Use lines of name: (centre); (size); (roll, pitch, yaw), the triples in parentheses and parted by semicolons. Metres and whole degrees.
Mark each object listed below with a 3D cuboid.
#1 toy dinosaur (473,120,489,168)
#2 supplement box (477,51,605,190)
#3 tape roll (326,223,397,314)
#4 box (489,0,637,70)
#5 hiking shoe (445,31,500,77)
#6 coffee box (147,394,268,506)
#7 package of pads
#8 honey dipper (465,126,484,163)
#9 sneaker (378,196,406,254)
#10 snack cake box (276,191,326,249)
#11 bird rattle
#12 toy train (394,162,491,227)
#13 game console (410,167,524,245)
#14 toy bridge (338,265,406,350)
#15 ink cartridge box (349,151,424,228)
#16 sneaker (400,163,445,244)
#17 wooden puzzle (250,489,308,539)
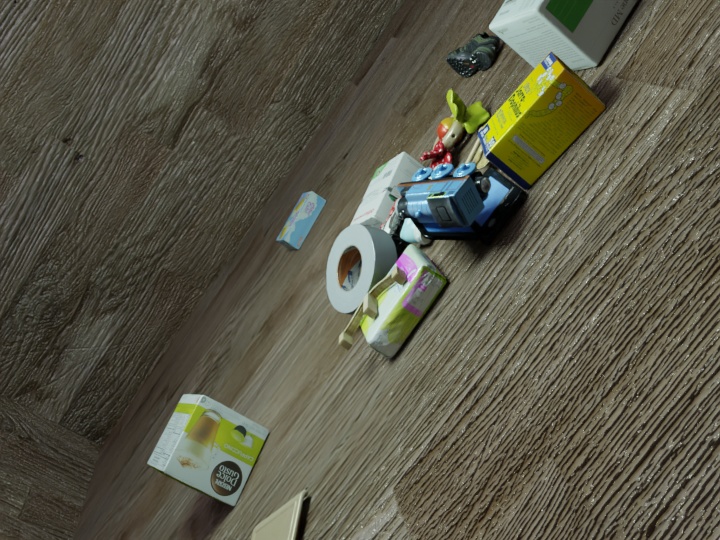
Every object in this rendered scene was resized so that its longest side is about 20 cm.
toy dinosaur: (0.262, -0.252, 1.509); (0.102, 0.058, 0.199); (-63, 19, -12)
supplement box: (0.320, -0.269, 1.309); (0.200, 0.109, 0.109); (-48, 21, 24)
tape roll: (0.000, 0.000, 1.634); (0.199, 0.065, 0.204); (-20, 65, 52)
box: (0.399, -0.515, 1.409); (0.201, 0.170, 0.200); (-57, 19, -1)
hiking shoe: (0.305, -0.575, 1.919); (0.101, 0.076, 0.199); (-51, 27, -9)
coffee box: (-0.378, 0.440, 1.795); (0.199, 0.198, 0.200); (-17, 44, 61)
package of pads: (0.080, 0.061, 1.454); (0.201, 0.068, 0.155); (-55, 17, 9)
honey dipper: (0.214, -0.207, 1.510); (0.038, 0.037, 0.202); (-93, 24, -61)
sneaker: (0.084, -0.088, 1.673); (0.202, 0.070, 0.098); (-60, 17, -12)
snack cake box: (-0.210, -0.175, 2.564); (0.202, 0.067, 0.115); (-61, 18, -10)
bird rattle: (0.218, -0.319, 1.727); (0.163, 0.111, 0.202); (-79, 13, -72)
toy train: (0.144, -0.135, 1.327); (0.198, 0.087, 0.114); (2, 41, 48)
game console: (0.195, -0.131, 1.394); (0.177, 0.116, 0.200); (-53, 19, 12)
toy bridge: (0.020, 0.070, 1.441); (0.201, 0.027, 0.067); (-52, 15, 21)
ink cartridge box: (0.068, -0.179, 1.840); (0.146, 0.084, 0.202); (-22, 40, 61)
sneaker: (0.137, -0.151, 1.605); (0.081, 0.074, 0.202); (3, 58, 39)
wooden puzzle: (-0.167, 0.536, 1.375); (0.185, 0.037, 0.201); (-44, 18, 35)
